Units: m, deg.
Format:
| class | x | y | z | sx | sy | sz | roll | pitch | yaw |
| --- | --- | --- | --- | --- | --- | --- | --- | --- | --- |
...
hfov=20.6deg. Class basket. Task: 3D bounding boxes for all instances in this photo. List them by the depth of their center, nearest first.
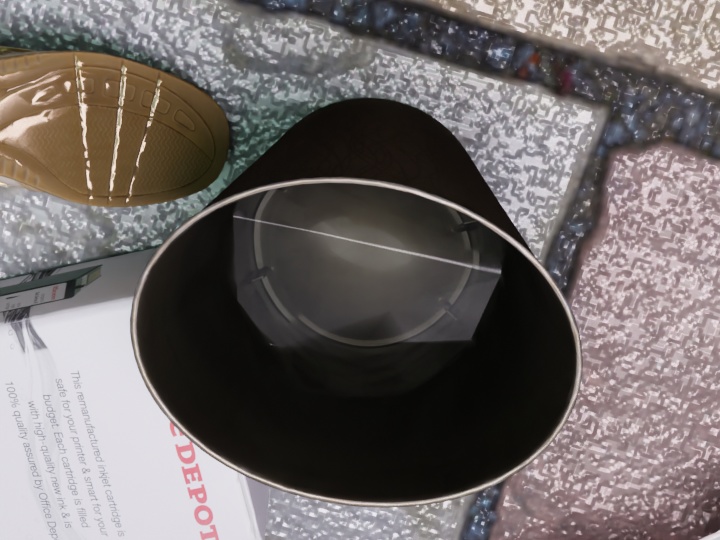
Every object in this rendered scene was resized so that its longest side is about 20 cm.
| class | x | y | z | sx | sy | sz | roll | pitch | yaw |
| --- | --- | --- | --- | --- | --- | --- | --- | --- | --- |
| basket | 0.000 | 0.000 | 0.876 | 0.180 | 0.200 | 0.136 | 10 | 108 | -2 |

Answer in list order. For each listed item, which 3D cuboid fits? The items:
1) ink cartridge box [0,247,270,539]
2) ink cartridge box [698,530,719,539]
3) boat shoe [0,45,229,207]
| class | x | y | z | sx | sy | sz | roll | pitch | yaw |
| --- | --- | --- | --- | --- | --- | --- | --- | --- | --- |
| ink cartridge box | -0.155 | 0.081 | 0.968 | 0.199 | 0.084 | 0.146 | -11 | 107 | 5 |
| ink cartridge box | 0.185 | 0.195 | 0.994 | 0.200 | 0.084 | 0.176 | -25 | 106 | 9 |
| boat shoe | -0.162 | -0.074 | 0.927 | 0.199 | 0.069 | 0.074 | 6 | 102 | -22 |
